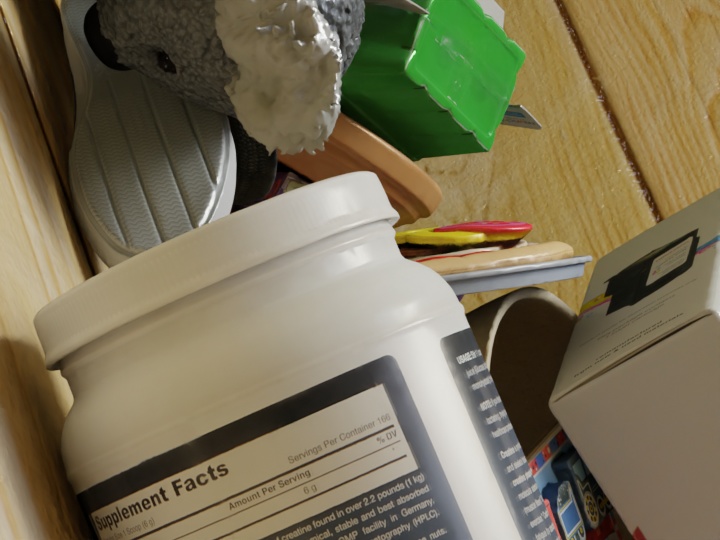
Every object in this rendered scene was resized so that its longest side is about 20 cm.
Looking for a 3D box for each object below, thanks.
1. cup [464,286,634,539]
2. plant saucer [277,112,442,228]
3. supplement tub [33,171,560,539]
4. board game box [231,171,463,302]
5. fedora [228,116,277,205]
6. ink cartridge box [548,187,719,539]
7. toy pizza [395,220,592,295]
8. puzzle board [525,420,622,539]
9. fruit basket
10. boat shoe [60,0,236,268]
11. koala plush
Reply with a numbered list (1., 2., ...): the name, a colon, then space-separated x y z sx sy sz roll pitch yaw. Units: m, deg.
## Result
1. cup: 0.038 0.122 1.088 0.200 0.143 0.201 45 36 -47
2. plant saucer: -0.049 -0.074 1.375 0.199 0.038 0.200 29 -6 3
3. supplement tub: -0.012 0.084 0.806 0.140 0.140 0.201 22 45 -85
4. board game box: -0.018 -0.017 1.416 0.120 0.032 0.200 34 -6 -12
5. fedora: -0.072 -0.136 1.207 0.201 0.091 0.201 44 -30 34
6. ink cartridge box: 0.163 0.064 1.092 0.146 0.083 0.200 57 18 -8
7. toy pizza: 0.000 0.000 1.073 0.200 0.199 0.032 -5 87 -86
8. puzzle board: 0.083 0.153 0.969 0.151 0.017 0.200 69 24 -6
9. fruit basket: -0.018 -0.133 1.345 0.199 0.094 0.185 21 -10 36
10. boat shoe: -0.092 -0.056 1.090 0.201 0.072 0.062 -103 -176 -47
11. koala plush: -0.065 -0.146 1.017 0.201 0.183 0.177 59 6 -14
